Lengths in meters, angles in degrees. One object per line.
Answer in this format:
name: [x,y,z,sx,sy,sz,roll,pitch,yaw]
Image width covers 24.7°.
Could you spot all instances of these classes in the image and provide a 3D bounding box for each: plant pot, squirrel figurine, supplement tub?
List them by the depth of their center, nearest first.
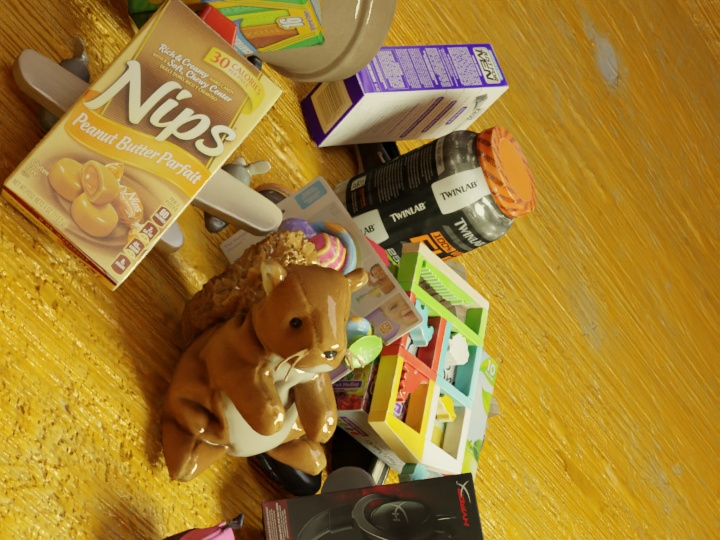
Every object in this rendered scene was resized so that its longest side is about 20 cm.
squirrel figurine: [-0.076,0.047,1.322,0.141,0.187,0.201,6,44,-26]
plant pot: [-0.091,-0.281,1.622,0.174,0.200,0.201,-13,80,-45]
supplement tub: [0.076,-0.070,1.724,0.122,0.199,0.123,43,35,-40]

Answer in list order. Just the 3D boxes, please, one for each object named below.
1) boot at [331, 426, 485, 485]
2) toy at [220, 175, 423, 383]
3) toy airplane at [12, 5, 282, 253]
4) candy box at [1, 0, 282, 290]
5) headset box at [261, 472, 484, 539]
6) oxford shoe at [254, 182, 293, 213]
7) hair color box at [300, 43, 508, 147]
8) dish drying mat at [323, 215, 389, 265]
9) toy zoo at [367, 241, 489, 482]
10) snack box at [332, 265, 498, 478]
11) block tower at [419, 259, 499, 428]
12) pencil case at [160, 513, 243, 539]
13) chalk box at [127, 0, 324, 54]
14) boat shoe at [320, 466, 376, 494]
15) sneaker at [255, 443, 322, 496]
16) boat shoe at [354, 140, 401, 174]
boot: [0.051,0.160,1.602,0.151,0.073,0.201,42,44,-34]
toy: [-0.043,0.001,1.441,0.200,0.115,0.047,55,-2,34]
toy airplane: [-0.174,-0.105,1.368,0.198,0.141,0.201,-18,95,-27]
candy box: [-0.168,-0.098,1.264,0.115,0.200,0.055,41,-14,-7]
headset box: [0.006,0.259,1.350,0.077,0.199,0.150,92,-9,-62]
oxford shoe: [-0.057,0.014,1.546,0.201,0.071,0.073,65,27,-7]
hair color box: [0.049,-0.191,1.781,0.199,0.109,0.065,-6,67,-35]
dish drying mat: [0.000,0.000,1.591,0.200,0.018,0.077,29,48,-73]
toy zoo: [0.061,0.093,1.453,0.131,0.020,0.201,39,55,-46]
snack box: [0.049,0.105,1.501,0.200,0.053,0.143,43,51,-46]
block tower: [0.102,0.080,1.825,0.058,0.054,0.201,22,51,-58]
pencil case: [-0.098,0.289,1.225,0.201,0.090,0.094,71,19,2]
chalk box: [-0.141,-0.266,1.457,0.125,0.199,0.125,55,29,-73]
boat shoe: [0.001,0.278,1.448,0.086,0.074,0.203,42,39,-71]
sneaker: [-0.056,0.100,1.455,0.076,0.090,0.201,24,50,-58]
boat shoe: [0.019,-0.158,1.850,0.067,0.057,0.201,13,59,-60]
